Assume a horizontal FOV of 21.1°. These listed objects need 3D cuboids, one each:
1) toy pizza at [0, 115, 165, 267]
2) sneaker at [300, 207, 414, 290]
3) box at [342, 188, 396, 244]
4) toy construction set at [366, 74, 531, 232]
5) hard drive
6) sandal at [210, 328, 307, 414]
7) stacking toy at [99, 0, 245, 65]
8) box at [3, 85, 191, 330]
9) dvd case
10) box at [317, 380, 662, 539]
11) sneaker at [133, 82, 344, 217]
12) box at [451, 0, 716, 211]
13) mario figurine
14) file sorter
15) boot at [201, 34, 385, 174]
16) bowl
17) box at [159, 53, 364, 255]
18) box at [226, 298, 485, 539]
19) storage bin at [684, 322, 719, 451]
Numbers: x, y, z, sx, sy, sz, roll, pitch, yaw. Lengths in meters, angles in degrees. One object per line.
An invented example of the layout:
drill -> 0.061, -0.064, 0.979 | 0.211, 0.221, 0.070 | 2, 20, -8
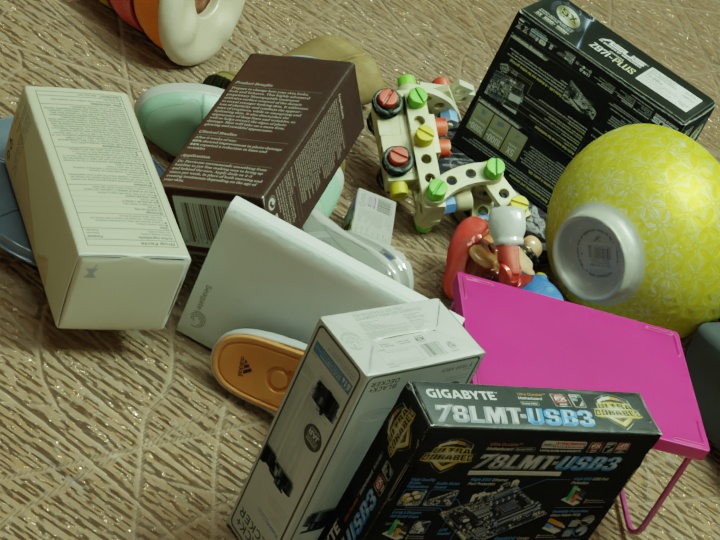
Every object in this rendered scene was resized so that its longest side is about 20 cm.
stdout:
toy pizza -> -0.240, -0.056, 1.589 | 0.199, 0.032, 0.201 | 16, 37, -12
sneaker -> -0.056, -0.011, 1.577 | 0.199, 0.075, 0.082 | 17, 29, 33
box -> 0.000, 0.000, 1.676 | 0.041, 0.039, 0.200 | 20, 34, -8
toy construction set -> 0.076, -0.115, 1.812 | 0.130, 0.092, 0.201 | -4, 49, -11
hard drive -> -0.034, 0.042, 1.508 | 0.199, 0.132, 0.027 | 28, 35, 2
sandal -> -0.027, 0.102, 1.462 | 0.205, 0.080, 0.059 | 14, 21, 15
stacking toy -> -0.219, -0.293, 1.871 | 0.199, 0.147, 0.146 | 21, 30, 21
box -> -0.208, -0.050, 1.506 | 0.094, 0.078, 0.201 | 3, 42, -27
dvd case -> 0.138, -0.073, 1.895 | 0.148, 0.016, 0.200 | 1, 40, -37
box -> 0.083, 0.164, 1.362 | 0.199, 0.199, 0.050 | 3, 40, -31
sneaker -> -0.115, -0.090, 1.686 | 0.199, 0.074, 0.118 | 25, 33, -3
box -> 0.216, -0.143, 1.883 | 0.200, 0.164, 0.086 | 36, 33, 16
mario figurine -> 0.156, 0.015, 1.690 | 0.106, 0.124, 0.200 | -4, 40, -40
file sorter -> 0.151, 0.115, 1.545 | 0.199, 0.126, 0.139 | 15, 36, -16
boot -> -0.034, -0.157, 1.846 | 0.175, 0.066, 0.200 | 40, 34, 19
bowl -> 0.234, -0.022, 1.726 | 0.200, 0.201, 0.107 | 43, 38, 23
box -> -0.079, -0.095, 1.588 | 0.100, 0.075, 0.200 | 7, 42, 22
box -> -0.006, 0.119, 1.361 | 0.116, 0.201, 0.060 | -9, 46, -40
storage bin -> 0.383, 0.104, 1.727 | 0.199, 0.146, 0.134 | -2, 32, -37
